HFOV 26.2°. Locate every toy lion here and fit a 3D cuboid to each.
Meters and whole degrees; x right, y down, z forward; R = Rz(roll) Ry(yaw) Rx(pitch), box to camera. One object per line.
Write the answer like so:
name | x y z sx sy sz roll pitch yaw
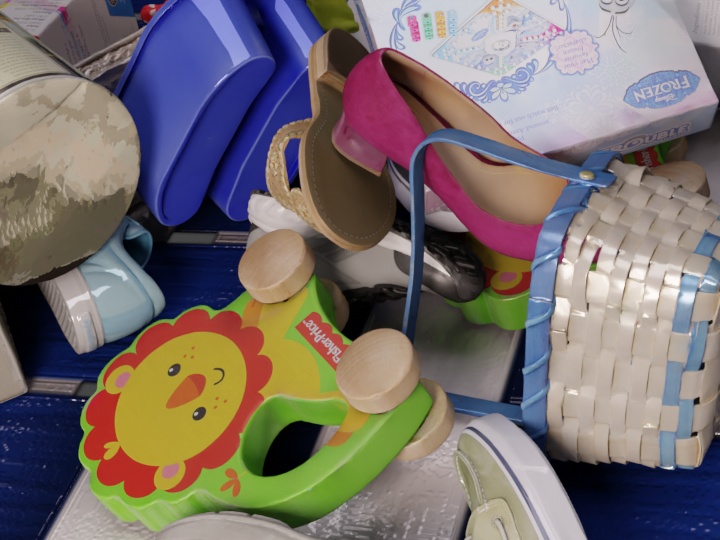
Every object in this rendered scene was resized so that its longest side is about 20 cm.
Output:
toy lion | -0.071 0.082 0.910 0.191 0.069 0.200 -41 42 -6
toy lion | 0.137 -0.042 1.049 0.190 0.069 0.201 -15 36 10

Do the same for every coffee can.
coffee can | -0.262 -0.101 1.046 0.146 0.147 0.200 -32 46 -24

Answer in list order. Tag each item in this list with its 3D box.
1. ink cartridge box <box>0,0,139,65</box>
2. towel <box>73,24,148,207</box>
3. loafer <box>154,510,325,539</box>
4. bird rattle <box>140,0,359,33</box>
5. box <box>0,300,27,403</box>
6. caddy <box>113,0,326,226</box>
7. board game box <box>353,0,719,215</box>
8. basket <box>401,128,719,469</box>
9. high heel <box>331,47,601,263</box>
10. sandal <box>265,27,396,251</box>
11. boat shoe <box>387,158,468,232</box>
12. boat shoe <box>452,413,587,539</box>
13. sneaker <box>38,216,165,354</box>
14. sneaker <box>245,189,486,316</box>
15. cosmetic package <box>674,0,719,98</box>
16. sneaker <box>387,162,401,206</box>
ink cartridge box | -0.257 -0.164 1.274 0.067 0.117 0.201 6 40 22
towel | -0.135 -0.133 1.184 0.199 0.133 0.034 -34 48 -24
loafer | -0.035 0.173 0.803 0.198 0.070 0.070 3 55 36
bird rattle | -0.106 -0.205 1.306 0.199 0.113 0.163 -36 11 -23
box | -0.292 0.013 1.085 0.068 0.083 0.200 -21 39 -10
caddy | -0.103 -0.126 1.106 0.141 0.201 0.105 -5 49 -43
board game box | 0.107 -0.158 1.024 0.198 0.043 0.201 -16 67 -3
basket | 0.116 0.022 0.880 0.198 0.178 0.139 14 32 18
high heel | 0.079 -0.064 0.912 0.198 0.096 0.068 19 65 -6
sandal | -0.027 -0.068 0.991 0.069 0.077 0.213 -38 31 30
boat shoe | 0.047 -0.109 1.072 0.069 0.067 0.201 -10 42 -4
boat shoe | 0.084 0.151 0.796 0.061 0.072 0.201 -17 39 -9
sneaker | -0.193 -0.015 1.108 0.081 0.074 0.200 -16 44 -18
sneaker | 0.000 0.000 1.017 0.199 0.080 0.074 13 1 42
cosmetic package | 0.220 -0.181 1.110 0.198 0.113 0.082 10 79 7
sneaker | 0.001 -0.118 1.182 0.104 0.060 0.199 -31 40 -22
